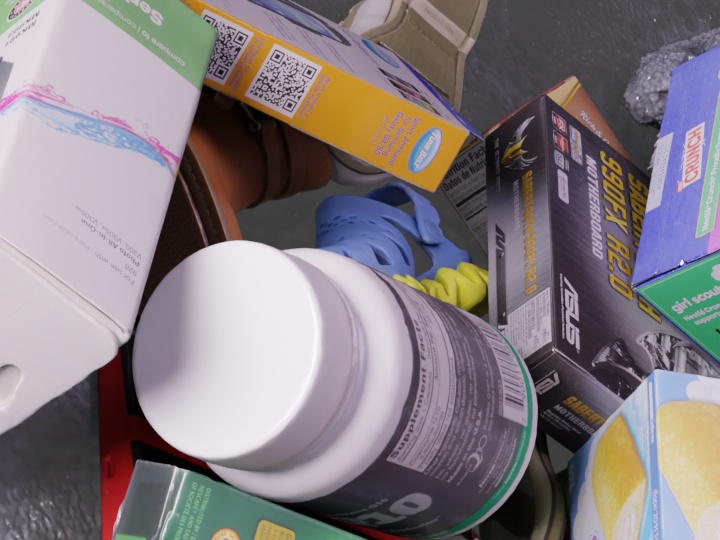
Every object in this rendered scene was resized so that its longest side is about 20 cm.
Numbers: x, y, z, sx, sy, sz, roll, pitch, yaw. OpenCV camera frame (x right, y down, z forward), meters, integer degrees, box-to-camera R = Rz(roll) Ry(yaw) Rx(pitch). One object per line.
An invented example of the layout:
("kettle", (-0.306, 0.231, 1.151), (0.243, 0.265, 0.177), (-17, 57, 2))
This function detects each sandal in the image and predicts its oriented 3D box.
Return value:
("sandal", (0.063, 0.107, 1.405), (0.057, 0.080, 0.201), (15, 43, -16))
("sandal", (0.000, 0.000, 1.396), (0.087, 0.079, 0.200), (59, 18, 10))

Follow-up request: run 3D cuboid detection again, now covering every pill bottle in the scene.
("pill bottle", (-0.010, 0.054, 1.235), (0.200, 0.113, 0.113), (24, 44, -58))

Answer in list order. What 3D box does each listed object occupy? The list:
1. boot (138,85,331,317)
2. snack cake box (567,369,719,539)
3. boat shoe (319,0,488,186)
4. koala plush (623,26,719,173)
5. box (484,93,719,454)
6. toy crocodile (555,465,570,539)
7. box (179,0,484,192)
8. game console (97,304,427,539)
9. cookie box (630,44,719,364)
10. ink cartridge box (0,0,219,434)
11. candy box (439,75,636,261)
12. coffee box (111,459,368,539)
("boot", (-0.070, -0.043, 1.355), (0.155, 0.077, 0.200), (9, 41, -53))
("snack cake box", (0.150, 0.162, 1.296), (0.067, 0.115, 0.200), (9, 60, -16))
("boat shoe", (0.012, -0.103, 1.503), (0.075, 0.068, 0.200), (45, 39, -11))
("koala plush", (0.248, -0.067, 1.654), (0.177, 0.184, 0.200), (52, 35, -5))
("box", (0.137, 0.022, 1.456), (0.158, 0.048, 0.200), (36, 35, -27))
("toy crocodile", (0.108, 0.183, 1.385), (0.062, 0.067, 0.200), (31, 45, -35))
("box", (-0.035, -0.102, 1.337), (0.200, 0.041, 0.119), (27, 13, -28))
("game console", (-0.043, 0.115, 1.305), (0.200, 0.031, 0.177), (26, 39, -36))
("cookie box", (0.248, -0.007, 1.494), (0.200, 0.075, 0.171), (38, 45, -25))
("ink cartridge box", (-0.152, -0.028, 1.182), (0.087, 0.145, 0.200), (37, 40, -25))
("candy box", (0.137, -0.004, 1.583), (0.200, 0.055, 0.115), (56, 35, 0))
("coffee box", (-0.030, 0.171, 1.213), (0.200, 0.044, 0.123), (24, 78, -36))
